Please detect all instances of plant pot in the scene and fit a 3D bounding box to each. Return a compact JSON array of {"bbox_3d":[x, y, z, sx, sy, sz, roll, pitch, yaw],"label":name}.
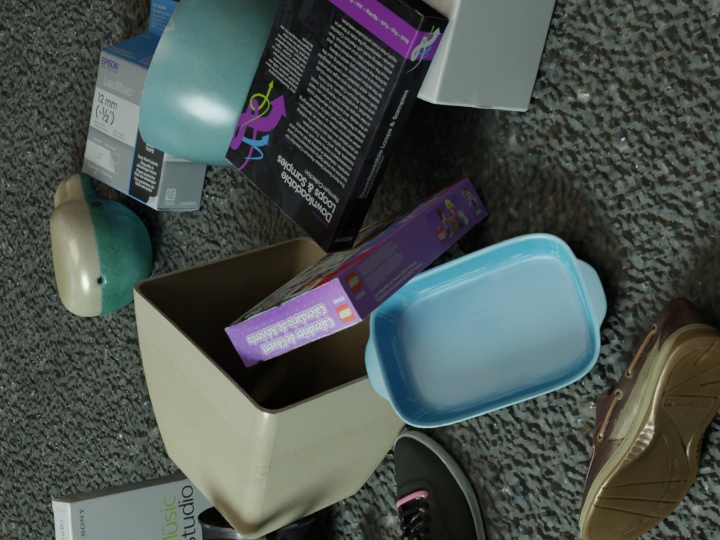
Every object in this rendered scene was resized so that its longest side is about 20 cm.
[{"bbox_3d":[-0.073,0.112,1.057,0.200,0.199,0.178,37,129,37],"label":"plant pot"},{"bbox_3d":[-0.087,-0.170,1.063,0.134,0.200,0.201,29,116,6],"label":"plant pot"}]

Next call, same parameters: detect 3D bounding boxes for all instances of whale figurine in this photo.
[{"bbox_3d":[-0.291,-0.035,1.329,0.200,0.103,0.161,-129,36,-58],"label":"whale figurine"}]

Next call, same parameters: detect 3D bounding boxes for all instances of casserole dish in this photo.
[{"bbox_3d":[0.099,0.049,0.939,0.199,0.039,0.122,-21,76,19],"label":"casserole dish"}]

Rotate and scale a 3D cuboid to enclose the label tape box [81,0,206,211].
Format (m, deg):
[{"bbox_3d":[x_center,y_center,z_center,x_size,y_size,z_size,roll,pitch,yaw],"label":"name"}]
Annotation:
[{"bbox_3d":[-0.216,-0.179,1.253,0.143,0.066,0.202,26,112,40],"label":"label tape box"}]

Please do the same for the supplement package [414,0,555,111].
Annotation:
[{"bbox_3d":[0.076,-0.237,0.925,0.119,0.121,0.202,26,110,40],"label":"supplement package"}]

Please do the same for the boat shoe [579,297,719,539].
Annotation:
[{"bbox_3d":[0.205,0.111,0.870,0.072,0.071,0.201,-107,27,-56],"label":"boat shoe"}]

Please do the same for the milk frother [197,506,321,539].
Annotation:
[{"bbox_3d":[-0.098,0.321,1.075,0.179,0.199,0.190,-1,92,43],"label":"milk frother"}]

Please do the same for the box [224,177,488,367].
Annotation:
[{"bbox_3d":[0.000,0.000,0.962,0.136,0.200,0.039,-25,99,43],"label":"box"}]

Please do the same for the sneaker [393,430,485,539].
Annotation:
[{"bbox_3d":[0.050,0.233,0.995,0.071,0.099,0.202,-33,69,42],"label":"sneaker"}]

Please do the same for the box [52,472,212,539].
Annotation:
[{"bbox_3d":[-0.203,0.279,1.175,0.036,0.199,0.146,-4,90,47],"label":"box"}]

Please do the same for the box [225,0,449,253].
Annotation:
[{"bbox_3d":[-0.024,-0.135,0.923,0.143,0.036,0.201,43,121,33],"label":"box"}]
